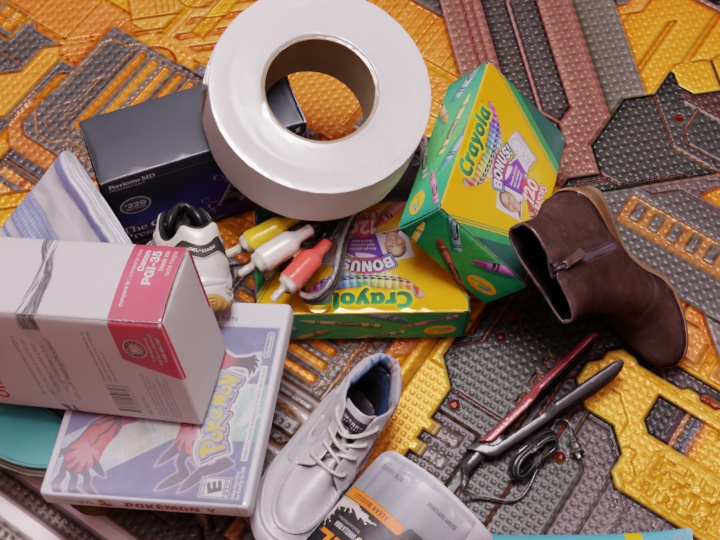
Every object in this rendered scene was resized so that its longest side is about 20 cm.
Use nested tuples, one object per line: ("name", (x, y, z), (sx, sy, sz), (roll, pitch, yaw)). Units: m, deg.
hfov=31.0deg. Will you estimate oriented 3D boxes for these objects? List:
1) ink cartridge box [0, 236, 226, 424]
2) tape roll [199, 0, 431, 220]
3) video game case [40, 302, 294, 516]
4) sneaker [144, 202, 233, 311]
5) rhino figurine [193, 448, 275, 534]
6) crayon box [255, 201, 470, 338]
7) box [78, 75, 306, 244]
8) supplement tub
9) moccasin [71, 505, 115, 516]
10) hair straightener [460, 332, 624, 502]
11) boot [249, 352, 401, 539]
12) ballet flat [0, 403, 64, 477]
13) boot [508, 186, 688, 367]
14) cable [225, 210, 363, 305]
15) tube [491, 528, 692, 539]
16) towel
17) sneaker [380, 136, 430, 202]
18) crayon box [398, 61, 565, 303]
("ink cartridge box", (-0.228, 0.048, 1.072), (0.199, 0.147, 0.083), (4, 53, 13))
("tape roll", (-0.041, -0.149, 1.166), (0.202, 0.071, 0.203), (3, 72, -9))
("video game case", (-0.162, 0.112, 1.118), (0.182, 0.023, 0.200), (2, 55, 12))
("sneaker", (-0.158, -0.022, 1.189), (0.075, 0.200, 0.088), (-7, 102, -21))
("rhino figurine", (-0.064, 0.233, 1.129), (0.087, 0.060, 0.200), (-35, 72, -28))
("crayon box", (0.000, 0.000, 1.242), (0.199, 0.058, 0.119), (-1, 63, -2))
("box", (-0.156, -0.108, 1.257), (0.200, 0.141, 0.079), (-19, 64, -10))
("supplement tub", (0.002, 0.255, 1.040), (0.122, 0.123, 0.200), (38, 77, 17))
("moccasin", (-0.206, 0.124, 1.171), (0.074, 0.078, 0.202), (26, 65, 9))
("hair straightener", (0.171, 0.145, 1.189), (0.200, 0.041, 0.077), (-38, 69, -19))
("boot", (-0.026, 0.149, 1.113), (0.073, 0.096, 0.200), (32, 41, -2))
("ballet flat", (-0.333, 0.142, 1.165), (0.200, 0.064, 0.068), (17, 61, 12))
("boot", (0.214, 0.023, 1.176), (0.200, 0.072, 0.166), (60, 36, -1))
("cable", (-0.024, -0.048, 1.183), (0.200, 0.050, 0.097), (-44, 68, -7))
("tube", (0.194, 0.261, 1.132), (0.199, 0.050, 0.078), (3, 76, -5))
("towel", (-0.296, 0.004, 1.198), (0.200, 0.024, 0.147), (-45, 64, 19))
("sneaker", (0.071, -0.112, 1.277), (0.200, 0.116, 0.075), (-19, 65, -10))
("crayon box", (0.118, -0.084, 1.218), (0.119, 0.058, 0.200), (40, 48, -24))
